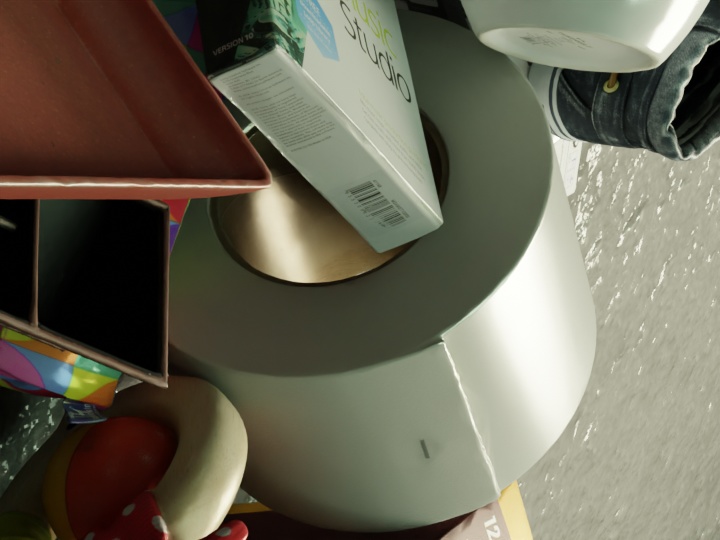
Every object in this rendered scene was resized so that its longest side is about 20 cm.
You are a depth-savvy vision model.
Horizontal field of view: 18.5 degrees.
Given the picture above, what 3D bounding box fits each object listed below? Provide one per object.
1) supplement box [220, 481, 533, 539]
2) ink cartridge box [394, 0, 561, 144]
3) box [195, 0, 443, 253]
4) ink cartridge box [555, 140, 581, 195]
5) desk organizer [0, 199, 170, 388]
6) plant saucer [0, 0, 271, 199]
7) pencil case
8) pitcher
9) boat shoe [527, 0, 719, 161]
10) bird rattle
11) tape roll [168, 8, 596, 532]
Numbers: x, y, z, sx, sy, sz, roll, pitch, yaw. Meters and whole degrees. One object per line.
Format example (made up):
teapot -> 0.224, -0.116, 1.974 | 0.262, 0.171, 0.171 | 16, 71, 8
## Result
supplement box -> -0.036, 0.201, 1.043 | 0.200, 0.197, 0.133 | -30, 107, -54
ink cartridge box -> 0.080, -0.176, 1.057 | 0.145, 0.083, 0.200 | -38, 126, -25
box -> -0.026, -0.124, 0.909 | 0.144, 0.036, 0.201 | 45, 27, -51
ink cartridge box -> 0.072, -0.077, 1.267 | 0.200, 0.042, 0.120 | -32, 134, -54
desk organizer -> -0.148, -0.026, 0.784 | 0.200, 0.077, 0.072 | 26, 85, -41
plant saucer -> -0.141, -0.095, 0.735 | 0.037, 0.200, 0.199 | -42, 163, 23
pencil case -> -0.110, -0.038, 0.915 | 0.088, 0.088, 0.201 | 25, 85, -63
pitcher -> 0.120, -0.186, 0.959 | 0.171, 0.121, 0.201 | 16, 82, -47
boat shoe -> 0.166, -0.137, 1.027 | 0.071, 0.091, 0.201 | 41, 76, -43
bird rattle -> -0.109, 0.104, 0.899 | 0.113, 0.200, 0.163 | 44, 52, -22
tape roll -> 0.000, 0.000, 1.012 | 0.203, 0.202, 0.139 | -57, 151, -23
